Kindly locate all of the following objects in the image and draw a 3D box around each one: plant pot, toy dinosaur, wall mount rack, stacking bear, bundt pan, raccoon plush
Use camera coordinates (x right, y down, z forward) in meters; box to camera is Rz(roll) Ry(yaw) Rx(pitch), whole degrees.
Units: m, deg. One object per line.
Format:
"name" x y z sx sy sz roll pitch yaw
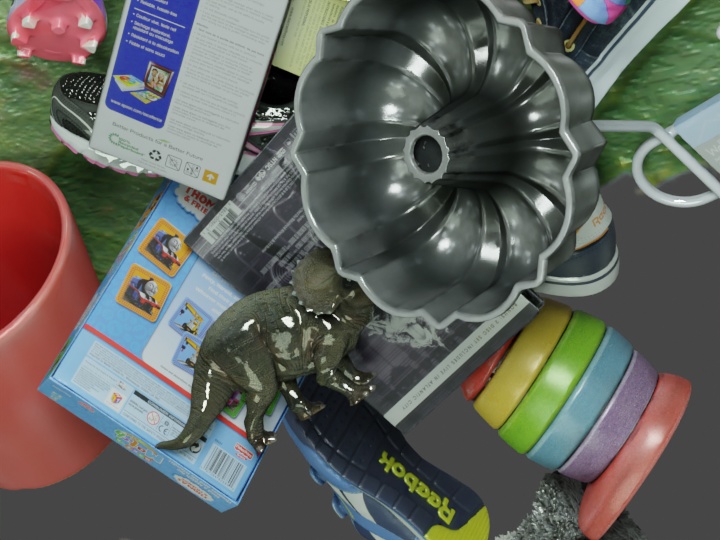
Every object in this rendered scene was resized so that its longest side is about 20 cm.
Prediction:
"plant pot" -0.263 0.052 1.436 0.198 0.202 0.178 -2 139 23
"toy dinosaur" -0.051 0.049 1.274 0.199 0.077 0.103 -27 98 19
"wall mount rack" 0.224 -0.085 1.179 0.173 0.075 0.199 37 132 -25
"stacking bear" 0.114 0.068 1.353 0.199 0.122 0.114 33 132 1
"bundt pan" 0.059 -0.073 1.154 0.200 0.075 0.204 10 107 37
"raccoon plush" 0.125 0.230 1.437 0.097 0.200 0.134 43 113 4

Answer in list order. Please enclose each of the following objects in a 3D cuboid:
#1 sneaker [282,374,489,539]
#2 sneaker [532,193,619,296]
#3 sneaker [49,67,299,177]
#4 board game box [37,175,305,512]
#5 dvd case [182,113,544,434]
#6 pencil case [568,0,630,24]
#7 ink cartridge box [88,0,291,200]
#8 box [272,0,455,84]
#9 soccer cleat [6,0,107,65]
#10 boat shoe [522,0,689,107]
"sneaker" 0.004 0.154 1.492 0.200 0.074 0.082 46 147 -10
"sneaker" 0.068 -0.034 1.296 0.198 0.079 0.080 0 131 15
"sneaker" -0.103 -0.114 1.302 0.198 0.081 0.087 7 127 0
"board game box" -0.104 0.037 1.341 0.151 0.201 0.037 35 152 -12
"dvd case" 0.000 0.000 1.287 0.200 0.016 0.149 41 126 -6
"pencil case" 0.166 -0.218 1.048 0.088 0.089 0.200 42 110 -18
"ink cartridge box" -0.099 -0.139 1.206 0.094 0.037 0.201 21 133 0
"box" -0.037 -0.166 1.237 0.198 0.050 0.076 21 134 1
"soccer cleat" -0.191 -0.194 1.255 0.066 0.077 0.200 6 161 -4
"boat shoe" 0.122 -0.153 1.178 0.090 0.071 0.200 34 127 -9
